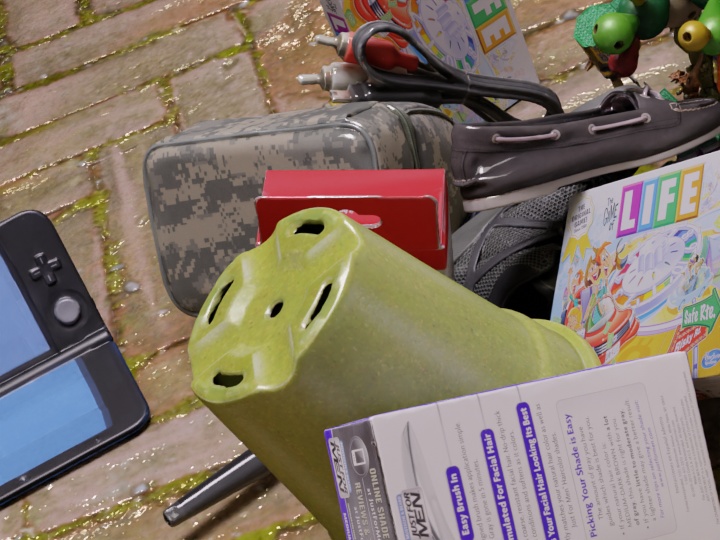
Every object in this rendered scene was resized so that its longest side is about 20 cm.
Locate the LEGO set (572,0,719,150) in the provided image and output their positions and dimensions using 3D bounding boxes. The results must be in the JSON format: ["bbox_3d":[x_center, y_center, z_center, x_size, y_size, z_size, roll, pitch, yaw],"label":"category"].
[{"bbox_3d":[0.257,-0.137,1.566,0.154,0.116,0.200,-48,48,-2],"label":"LEGO set"}]

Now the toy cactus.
[{"bbox_3d":[0.229,-0.179,1.465,0.200,0.103,0.165,-36,13,-16],"label":"toy cactus"}]

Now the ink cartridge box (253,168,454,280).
[{"bbox_3d":[0.000,0.000,1.392,0.116,0.200,0.067,0,49,5],"label":"ink cartridge box"}]

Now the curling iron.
[{"bbox_3d":[-0.050,0.107,1.459,0.200,0.026,0.049,-39,42,-24],"label":"curling iron"}]

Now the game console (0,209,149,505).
[{"bbox_3d":[-0.274,0.073,1.579,0.199,0.171,0.118,-28,6,-7],"label":"game console"}]

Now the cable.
[{"bbox_3d":[0.056,-0.142,1.622,0.199,0.097,0.050,0,36,-18],"label":"cable"}]

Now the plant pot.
[{"bbox_3d":[0.007,0.067,1.277,0.200,0.184,0.201,-34,34,27],"label":"plant pot"}]

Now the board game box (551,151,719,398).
[{"bbox_3d":[0.178,0.009,1.302,0.200,0.034,0.135,-17,59,63],"label":"board game box"}]

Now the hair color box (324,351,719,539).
[{"bbox_3d":[0.089,0.115,1.185,0.199,0.110,0.065,-10,-5,-28],"label":"hair color box"}]

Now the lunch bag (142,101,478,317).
[{"bbox_3d":[-0.028,-0.051,1.573,0.199,0.140,0.168,-6,13,27],"label":"lunch bag"}]

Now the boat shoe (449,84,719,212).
[{"bbox_3d":[0.147,-0.089,1.407,0.199,0.057,0.067,-18,10,-22],"label":"boat shoe"}]

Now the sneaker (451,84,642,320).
[{"bbox_3d":[0.142,-0.029,1.470,0.199,0.076,0.114,-44,41,-2],"label":"sneaker"}]

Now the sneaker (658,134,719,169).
[{"bbox_3d":[0.256,-0.051,1.424,0.200,0.075,0.088,-36,27,2],"label":"sneaker"}]

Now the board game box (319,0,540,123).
[{"bbox_3d":[0.047,-0.189,1.663,0.134,0.201,0.034,-36,34,-18],"label":"board game box"}]
